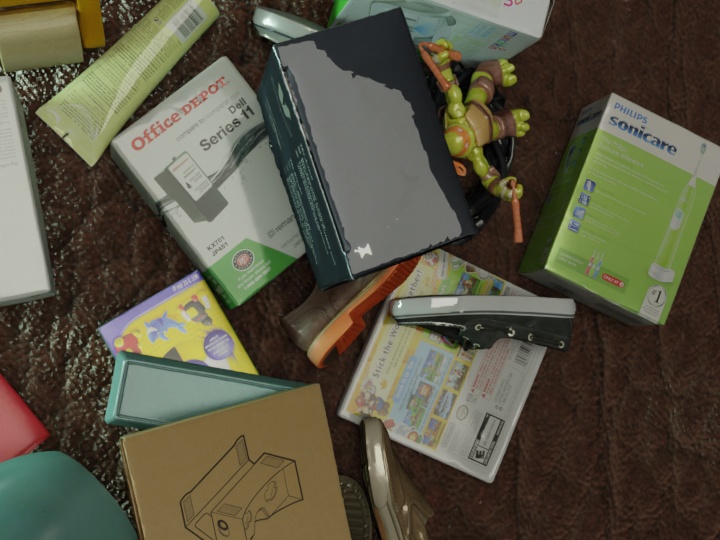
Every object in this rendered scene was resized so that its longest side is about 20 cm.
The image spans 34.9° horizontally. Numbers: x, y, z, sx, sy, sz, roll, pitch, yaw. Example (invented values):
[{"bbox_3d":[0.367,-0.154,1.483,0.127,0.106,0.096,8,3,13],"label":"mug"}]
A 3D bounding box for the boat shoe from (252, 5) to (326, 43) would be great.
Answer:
[{"bbox_3d":[-0.024,-0.202,1.163,0.199,0.072,0.066,24,104,-10],"label":"boat shoe"}]

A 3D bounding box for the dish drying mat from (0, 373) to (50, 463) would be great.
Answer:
[{"bbox_3d":[-0.389,0.105,1.092,0.077,0.018,0.200,-40,95,-12],"label":"dish drying mat"}]

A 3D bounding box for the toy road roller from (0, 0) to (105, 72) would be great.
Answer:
[{"bbox_3d":[-0.320,-0.305,1.091,0.122,0.146,0.201,-10,126,-13],"label":"toy road roller"}]

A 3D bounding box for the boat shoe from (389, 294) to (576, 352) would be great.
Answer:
[{"bbox_3d":[0.126,0.053,1.157,0.198,0.069,0.057,2,88,-14],"label":"boat shoe"}]

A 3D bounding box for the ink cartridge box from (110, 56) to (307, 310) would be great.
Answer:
[{"bbox_3d":[-0.131,-0.085,1.123,0.146,0.083,0.200,-39,95,-12],"label":"ink cartridge box"}]

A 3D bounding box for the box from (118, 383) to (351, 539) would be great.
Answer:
[{"bbox_3d":[-0.111,0.208,1.061,0.199,0.021,0.165,-13,92,-28],"label":"box"}]

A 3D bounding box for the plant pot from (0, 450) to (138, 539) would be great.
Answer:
[{"bbox_3d":[-0.296,0.259,1.020,0.161,0.200,0.201,-42,96,-32],"label":"plant pot"}]

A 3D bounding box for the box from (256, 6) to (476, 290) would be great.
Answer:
[{"bbox_3d":[-0.003,-0.097,1.003,0.117,0.200,0.198,-19,90,-9],"label":"box"}]

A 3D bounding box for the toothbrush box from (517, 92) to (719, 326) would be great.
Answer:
[{"bbox_3d":[0.276,-0.061,1.208,0.145,0.086,0.201,23,83,-10],"label":"toothbrush box"}]

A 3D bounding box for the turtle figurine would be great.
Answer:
[{"bbox_3d":[0.111,-0.129,1.073,0.064,0.161,0.201,-25,100,32],"label":"turtle figurine"}]

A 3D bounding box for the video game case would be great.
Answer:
[{"bbox_3d":[0.094,0.094,1.194,0.181,0.023,0.201,25,83,-10],"label":"video game case"}]

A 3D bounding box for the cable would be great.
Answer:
[{"bbox_3d":[0.097,-0.129,1.147,0.200,0.051,0.164,-50,119,-46],"label":"cable"}]

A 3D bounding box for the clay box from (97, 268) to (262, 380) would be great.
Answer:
[{"bbox_3d":[-0.159,0.114,1.125,0.114,0.048,0.201,-31,93,-12],"label":"clay box"}]

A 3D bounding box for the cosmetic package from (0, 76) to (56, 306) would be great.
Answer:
[{"bbox_3d":[-0.340,-0.067,1.064,0.080,0.113,0.202,-10,87,-13],"label":"cosmetic package"}]

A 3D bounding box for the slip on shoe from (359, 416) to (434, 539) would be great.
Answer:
[{"bbox_3d":[0.042,0.241,1.147,0.060,0.076,0.202,-12,93,-7],"label":"slip on shoe"}]

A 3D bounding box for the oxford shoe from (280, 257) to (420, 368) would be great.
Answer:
[{"bbox_3d":[0.000,0.000,1.147,0.073,0.071,0.200,41,88,16],"label":"oxford shoe"}]

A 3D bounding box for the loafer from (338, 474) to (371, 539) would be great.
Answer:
[{"bbox_3d":[-0.036,0.304,1.135,0.075,0.068,0.202,14,68,-19],"label":"loafer"}]

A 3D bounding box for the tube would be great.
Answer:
[{"bbox_3d":[-0.225,-0.201,1.130,0.200,0.058,0.052,-48,139,-7],"label":"tube"}]

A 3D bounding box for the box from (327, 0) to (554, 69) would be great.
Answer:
[{"bbox_3d":[0.077,-0.274,1.118,0.175,0.200,0.098,17,85,-12],"label":"box"}]

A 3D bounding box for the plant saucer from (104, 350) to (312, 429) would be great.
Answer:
[{"bbox_3d":[-0.139,0.128,1.096,0.198,0.019,0.071,12,84,-13],"label":"plant saucer"}]
